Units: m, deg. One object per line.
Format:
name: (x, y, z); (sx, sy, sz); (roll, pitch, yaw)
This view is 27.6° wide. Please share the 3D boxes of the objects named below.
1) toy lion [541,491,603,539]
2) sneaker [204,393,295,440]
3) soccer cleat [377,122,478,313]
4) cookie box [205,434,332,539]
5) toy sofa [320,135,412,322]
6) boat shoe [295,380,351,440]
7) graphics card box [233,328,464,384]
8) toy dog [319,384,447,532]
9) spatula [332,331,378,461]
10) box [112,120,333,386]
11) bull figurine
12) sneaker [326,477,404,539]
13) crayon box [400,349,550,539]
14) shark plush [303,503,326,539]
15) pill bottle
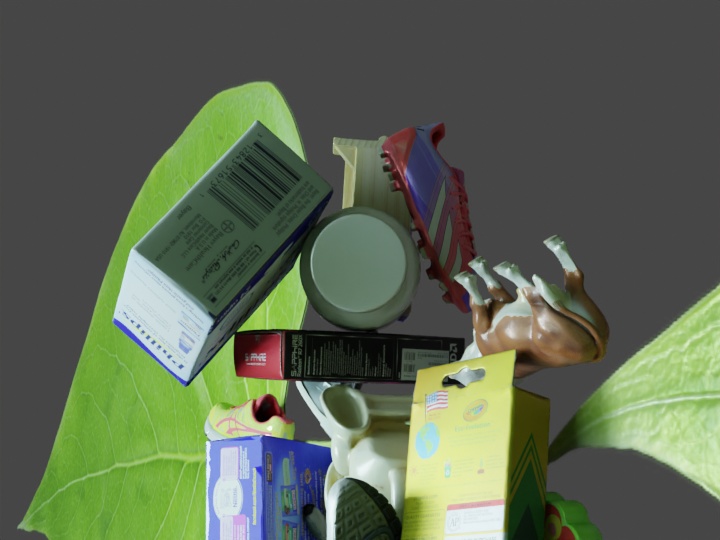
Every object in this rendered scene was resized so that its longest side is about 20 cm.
toy lion: (0.139, 0.287, 1.254); (0.191, 0.068, 0.202); (9, 94, 57)
sneaker: (-0.130, 0.193, 1.834); (0.200, 0.078, 0.091); (25, 100, 58)
soccer cleat: (0.082, -0.055, 1.435); (0.067, 0.076, 0.201); (68, 179, -67)
cookie box: (-0.087, 0.272, 1.571); (0.075, 0.200, 0.173); (-7, 76, 24)
toy sofa: (0.011, -0.041, 1.575); (0.083, 0.097, 0.202); (104, 170, -87)
boat shoe: (-0.018, 0.154, 1.628); (0.062, 0.073, 0.200); (-38, 23, -3)
graphics card box: (-0.011, 0.085, 1.438); (0.125, 0.198, 0.051); (-7, 81, 63)
toy dog: (0.037, 0.233, 1.398); (0.194, 0.138, 0.202); (-120, 30, -57)
spatula: (-0.002, 0.133, 1.535); (0.201, 0.020, 0.057); (-78, -18, -47)
box: (-0.135, -0.012, 1.410); (0.184, 0.105, 0.200); (-49, -3, -25)
bull figurine: (0.136, 0.046, 1.269); (0.199, 0.065, 0.122); (-19, 101, 55)
sneaker: (-0.004, 0.271, 1.297); (0.087, 0.074, 0.202); (22, 127, 53)
crayon box: (0.098, 0.177, 1.248); (0.126, 0.051, 0.202); (-15, 62, 47)
shark plush: (0.006, 0.321, 1.557); (0.083, 0.090, 0.201); (97, 153, -71)
pill bottle: (0.000, 0.000, 1.431); (0.200, 0.118, 0.121); (79, -165, -87)
